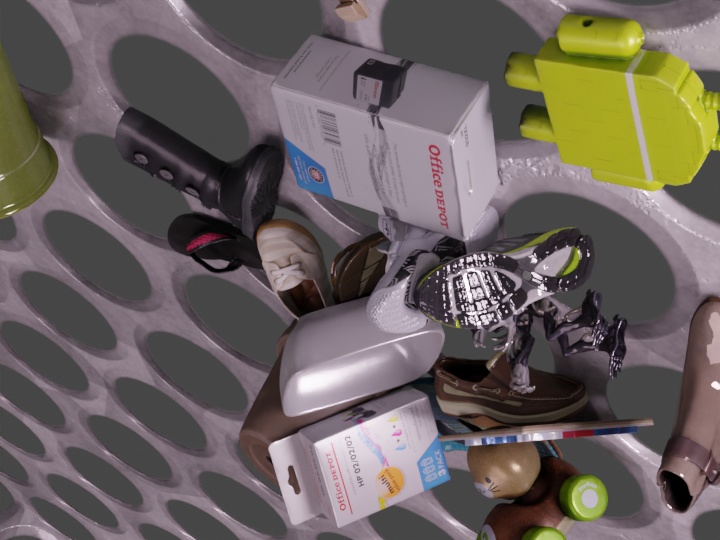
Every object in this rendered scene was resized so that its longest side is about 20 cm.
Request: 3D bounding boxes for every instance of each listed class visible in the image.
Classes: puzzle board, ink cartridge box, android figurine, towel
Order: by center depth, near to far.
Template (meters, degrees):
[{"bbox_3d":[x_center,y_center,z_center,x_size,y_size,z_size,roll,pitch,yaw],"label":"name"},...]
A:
[{"bbox_3d":[0.221,-0.137,1.153,0.198,0.041,0.183,12,144,35],"label":"android figurine"},{"bbox_3d":[0.027,-0.129,1.315,0.198,0.084,0.146,19,146,25],"label":"ink cartridge box"},{"bbox_3d":[0.209,0.184,1.529,0.198,0.018,0.150,2,169,-35],"label":"puzzle board"},{"bbox_3d":[-0.001,0.234,1.661,0.068,0.198,0.117,19,128,69],"label":"ink cartridge box"},{"bbox_3d":[0.146,0.189,1.724,0.198,0.022,0.147,0,136,45],"label":"towel"}]

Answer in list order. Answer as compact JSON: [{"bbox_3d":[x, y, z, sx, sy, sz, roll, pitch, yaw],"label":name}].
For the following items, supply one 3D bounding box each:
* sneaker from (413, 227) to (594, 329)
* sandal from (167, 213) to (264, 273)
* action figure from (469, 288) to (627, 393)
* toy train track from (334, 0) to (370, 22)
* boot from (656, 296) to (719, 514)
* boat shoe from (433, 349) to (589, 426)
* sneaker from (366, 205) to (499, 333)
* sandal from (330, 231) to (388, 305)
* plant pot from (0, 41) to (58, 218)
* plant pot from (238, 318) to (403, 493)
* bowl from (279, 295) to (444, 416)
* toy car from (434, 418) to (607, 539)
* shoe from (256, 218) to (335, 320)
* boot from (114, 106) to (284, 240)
[{"bbox_3d":[0.132,0.008,1.323,0.081,0.198,0.075,2,104,61],"label":"sneaker"},{"bbox_3d":[-0.176,-0.026,1.711,0.198,0.045,0.076,10,143,36],"label":"sandal"},{"bbox_3d":[0.174,0.064,1.435,0.198,0.103,0.119,6,152,37],"label":"action figure"},{"bbox_3d":[-0.056,-0.297,1.206,0.114,0.033,0.201,0,137,45],"label":"toy train track"},{"bbox_3d":[0.335,0.143,1.338,0.069,0.147,0.201,15,145,32],"label":"boot"},{"bbox_3d":[0.166,0.131,1.572,0.200,0.075,0.076,-3,114,36],"label":"boat shoe"},{"bbox_3d":[0.044,-0.014,1.360,0.114,0.200,0.076,21,134,32],"label":"sneaker"},{"bbox_3d":[0.000,0.000,1.563,0.200,0.081,0.055,98,147,-68],"label":"sandal"},{"bbox_3d":[-0.484,-0.194,1.665,0.198,0.200,0.192,20,135,23],"label":"plant pot"},{"bbox_3d":[-0.065,0.185,1.754,0.199,0.175,0.201,33,151,21],"label":"plant pot"},{"bbox_3d":[-0.007,0.092,1.597,0.201,0.197,0.076,101,151,-67],"label":"bowl"},{"bbox_3d":[0.168,0.254,1.641,0.200,0.158,0.164,45,161,-7],"label":"toy car"},{"bbox_3d":[-0.069,0.014,1.628,0.069,0.054,0.201,-18,138,9],"label":"shoe"},{"bbox_3d":[-0.189,-0.133,1.559,0.199,0.066,0.166,34,149,9],"label":"boot"}]
